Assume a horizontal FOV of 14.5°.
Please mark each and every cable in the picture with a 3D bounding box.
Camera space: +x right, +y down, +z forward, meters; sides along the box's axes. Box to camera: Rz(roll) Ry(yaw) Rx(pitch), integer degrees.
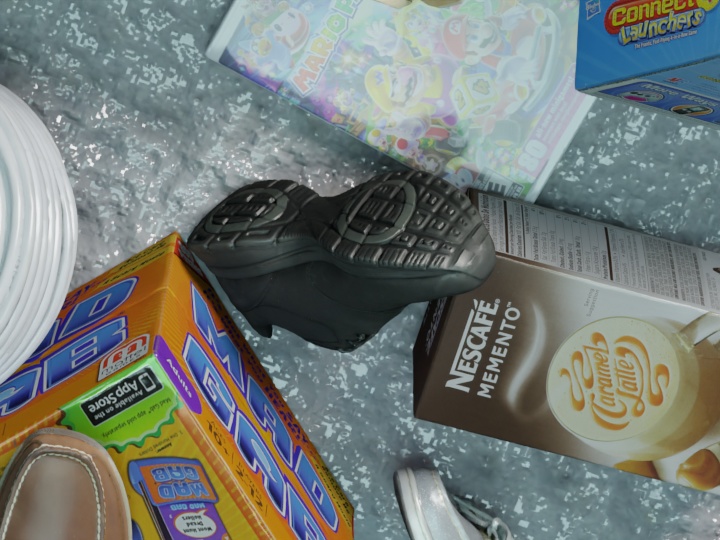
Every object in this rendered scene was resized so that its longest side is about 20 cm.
[{"bbox_3d":[-0.249,-0.017,1.500,0.199,0.069,0.201,-15,73,17],"label":"cable"}]

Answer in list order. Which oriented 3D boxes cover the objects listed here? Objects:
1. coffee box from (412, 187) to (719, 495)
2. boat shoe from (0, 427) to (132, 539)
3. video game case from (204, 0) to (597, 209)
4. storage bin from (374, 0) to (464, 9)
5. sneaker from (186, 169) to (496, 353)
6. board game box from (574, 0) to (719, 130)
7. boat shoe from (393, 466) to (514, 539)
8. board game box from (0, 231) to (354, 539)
[{"bbox_3d":[0.138,0.042,1.556,0.199,0.080,0.115,14,117,-6],"label":"coffee box"},{"bbox_3d":[-0.155,0.177,1.399,0.075,0.072,0.201,6,109,-3],"label":"boat shoe"},{"bbox_3d":[0.036,-0.131,1.538,0.200,0.018,0.143,28,106,-9],"label":"video game case"},{"bbox_3d":[-0.020,-0.249,1.386,0.200,0.094,0.199,18,96,-28],"label":"storage bin"},{"bbox_3d":[0.000,0.000,1.521,0.076,0.200,0.091,-46,122,-32],"label":"sneaker"},{"bbox_3d":[0.246,-0.112,1.419,0.200,0.196,0.056,12,76,-38],"label":"board game box"},{"bbox_3d":[0.082,0.186,1.619,0.065,0.074,0.202,-31,110,3],"label":"boat shoe"},{"bbox_3d":[-0.136,0.137,1.529,0.200,0.200,0.200,-29,106,9],"label":"board game box"}]
